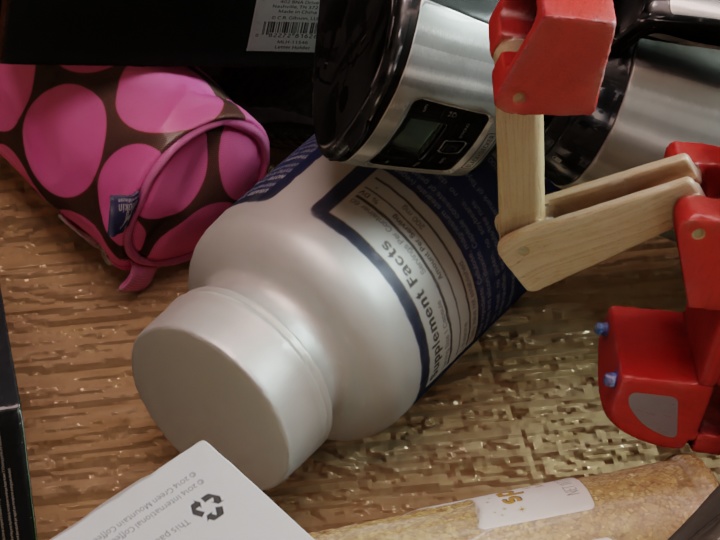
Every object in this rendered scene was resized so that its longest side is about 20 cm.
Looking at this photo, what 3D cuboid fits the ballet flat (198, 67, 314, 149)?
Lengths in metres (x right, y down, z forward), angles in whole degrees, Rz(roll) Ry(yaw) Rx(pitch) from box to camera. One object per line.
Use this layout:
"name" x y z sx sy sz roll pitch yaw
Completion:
"ballet flat" -0.043 -0.084 1.218 0.200 0.046 0.067 6 76 12

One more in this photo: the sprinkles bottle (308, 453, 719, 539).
"sprinkles bottle" 0.041 0.120 0.996 0.200 0.068 0.068 -10 46 -12

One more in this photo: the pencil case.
"pencil case" -0.137 -0.082 1.172 0.200 0.094 0.091 42 24 29

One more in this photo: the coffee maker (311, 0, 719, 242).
"coffee maker" 0.087 -0.103 1.049 0.200 0.135 0.192 17 34 -16

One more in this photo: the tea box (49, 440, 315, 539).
"tea box" -0.083 0.199 0.825 0.200 0.197 0.134 -31 54 -29

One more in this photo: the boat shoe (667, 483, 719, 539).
"boat shoe" 0.127 0.128 0.948 0.067 0.057 0.200 41 78 -3

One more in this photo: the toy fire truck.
"toy fire truck" 0.103 -0.019 0.962 0.141 0.200 0.049 7 40 -9

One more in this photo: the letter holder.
"letter holder" -0.063 -0.170 1.145 0.200 0.101 0.142 -1 42 -16

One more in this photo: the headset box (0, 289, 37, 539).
"headset box" -0.242 0.038 1.053 0.200 0.093 0.174 -8 46 -8

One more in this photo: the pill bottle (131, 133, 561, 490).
"pill bottle" 0.000 0.000 1.083 0.111 0.111 0.200 29 51 24
